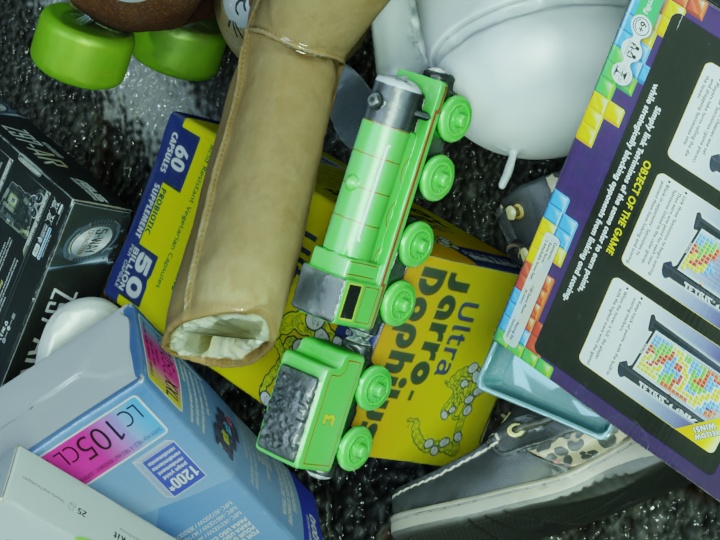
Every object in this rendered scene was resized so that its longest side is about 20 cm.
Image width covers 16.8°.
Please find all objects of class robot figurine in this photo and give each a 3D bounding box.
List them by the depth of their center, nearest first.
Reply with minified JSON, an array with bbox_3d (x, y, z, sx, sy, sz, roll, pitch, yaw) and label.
[{"bbox_3d":[0.082,-0.139,1.183,0.169,0.113,0.201,-19,69,21],"label":"robot figurine"}]

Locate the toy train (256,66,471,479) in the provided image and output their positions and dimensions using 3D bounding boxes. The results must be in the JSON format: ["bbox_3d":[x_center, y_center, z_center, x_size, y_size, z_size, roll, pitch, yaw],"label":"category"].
[{"bbox_3d":[0.000,0.000,1.125,0.042,0.056,0.201,20,96,40],"label":"toy train"}]

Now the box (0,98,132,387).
[{"bbox_3d":[-0.221,0.018,1.400,0.160,0.043,0.201,37,109,45],"label":"box"}]

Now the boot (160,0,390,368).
[{"bbox_3d":[-0.031,-0.067,1.138,0.175,0.066,0.201,131,155,-68],"label":"boot"}]

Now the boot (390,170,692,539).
[{"bbox_3d":[0.093,0.039,1.150,0.200,0.073,0.151,-23,68,24],"label":"boot"}]

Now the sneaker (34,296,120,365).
[{"bbox_3d":[-0.149,0.095,1.341,0.088,0.075,0.201,44,148,53],"label":"sneaker"}]

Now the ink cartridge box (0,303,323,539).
[{"bbox_3d":[-0.109,0.132,1.267,0.136,0.200,0.076,-33,34,13],"label":"ink cartridge box"}]

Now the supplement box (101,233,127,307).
[{"bbox_3d":[-0.185,0.071,1.432,0.069,0.066,0.201,-4,79,47],"label":"supplement box"}]

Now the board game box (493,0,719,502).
[{"bbox_3d":[0.160,-0.011,0.993,0.165,0.057,0.200,36,129,20],"label":"board game box"}]

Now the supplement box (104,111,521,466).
[{"bbox_3d":[-0.021,0.009,1.256,0.200,0.109,0.109,30,103,42],"label":"supplement box"}]

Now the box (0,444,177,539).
[{"bbox_3d":[-0.134,0.187,1.220,0.156,0.200,0.041,-41,23,35],"label":"box"}]

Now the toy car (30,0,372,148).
[{"bbox_3d":[-0.054,-0.151,1.303,0.200,0.158,0.165,33,116,30],"label":"toy car"}]

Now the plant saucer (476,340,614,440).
[{"bbox_3d":[0.123,-0.025,1.106,0.070,0.019,0.201,22,86,26],"label":"plant saucer"}]
